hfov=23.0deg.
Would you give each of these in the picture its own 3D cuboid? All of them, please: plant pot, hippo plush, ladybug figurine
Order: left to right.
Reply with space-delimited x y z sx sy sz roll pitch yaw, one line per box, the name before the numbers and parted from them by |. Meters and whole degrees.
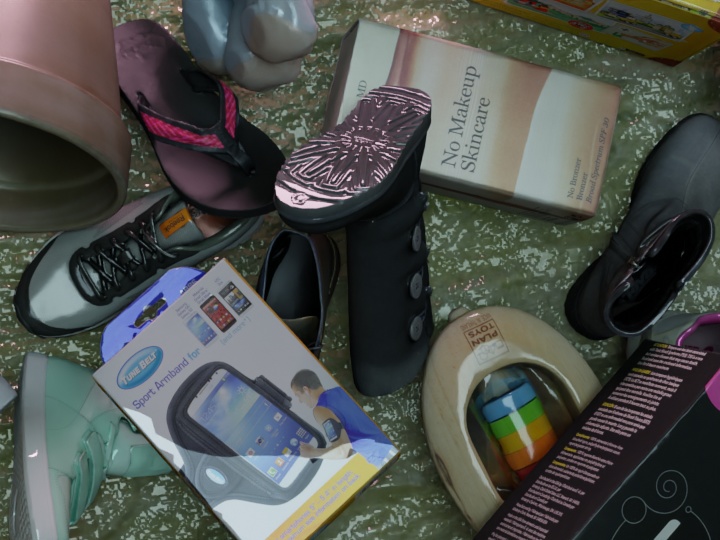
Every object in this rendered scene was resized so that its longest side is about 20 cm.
plant pot | -0.245 -0.142 1.200 0.199 0.200 0.174 10 67 -8
hippo plush | -0.053 -0.231 1.269 0.160 0.160 0.200 -29 48 -27
ladybug figurine | 0.113 0.117 1.281 0.135 0.072 0.201 -24 90 -11

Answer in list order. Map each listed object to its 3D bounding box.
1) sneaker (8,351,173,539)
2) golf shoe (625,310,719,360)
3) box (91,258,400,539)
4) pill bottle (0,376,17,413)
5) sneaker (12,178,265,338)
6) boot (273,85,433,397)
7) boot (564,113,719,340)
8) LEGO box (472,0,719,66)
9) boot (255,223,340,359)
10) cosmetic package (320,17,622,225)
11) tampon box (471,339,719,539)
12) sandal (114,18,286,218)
sneaker | -0.172 0.129 1.185 0.118 0.201 0.074 9 124 -14
golf shoe | 0.301 0.066 1.308 0.199 0.092 0.076 2 84 -11
box | -0.083 0.088 1.170 0.119 0.041 0.200 -42 83 -10
pill bottle | -0.326 0.036 1.200 0.104 0.104 0.200 -43 93 -10
sneaker | -0.155 -0.020 1.246 0.200 0.079 0.074 -30 93 -9
boot | 0.001 0.000 1.194 0.065 0.201 0.165 20 39 24
boot | 0.230 -0.032 1.282 0.070 0.132 0.201 31 81 -5
LEGO box | 0.170 -0.224 1.279 0.199 0.149 0.078 17 83 -8
boot | -0.061 0.060 1.240 0.074 0.097 0.201 8 83 6
cosmetic package | 0.077 -0.106 1.286 0.199 0.087 0.104 12 85 -8
tampon box | 0.203 0.172 1.195 0.150 0.126 0.200 45 80 -15
sandal | -0.121 -0.111 1.231 0.075 0.045 0.200 -32 63 -19
